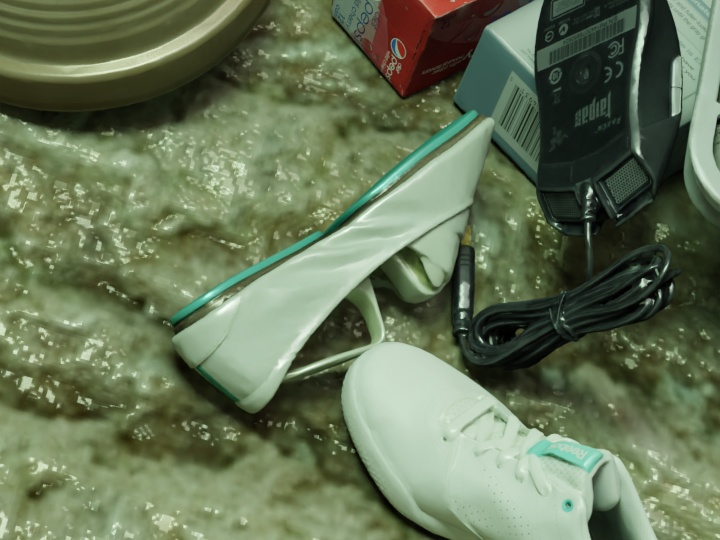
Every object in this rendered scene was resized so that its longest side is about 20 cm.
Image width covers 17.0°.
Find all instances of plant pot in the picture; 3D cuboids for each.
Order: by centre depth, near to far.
[{"bbox_3d":[-0.135,-0.182,1.137,0.200,0.093,0.202,0,60,0],"label":"plant pot"}]

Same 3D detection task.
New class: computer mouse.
[{"bbox_3d":[0.099,-0.045,1.119,0.046,0.140,0.201,22,55,-36],"label":"computer mouse"}]

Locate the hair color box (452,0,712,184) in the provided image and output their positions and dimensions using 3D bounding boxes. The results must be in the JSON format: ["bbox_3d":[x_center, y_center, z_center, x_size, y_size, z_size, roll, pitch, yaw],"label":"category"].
[{"bbox_3d":[0.155,-0.110,1.231,0.200,0.061,0.099,-30,68,-33],"label":"hair color box"}]

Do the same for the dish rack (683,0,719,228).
[{"bbox_3d":[0.227,-0.070,1.128,0.171,0.044,0.201,25,54,-13],"label":"dish rack"}]

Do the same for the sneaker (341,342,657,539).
[{"bbox_3d":[0.075,0.092,1.031,0.075,0.089,0.200,-32,68,-33],"label":"sneaker"}]

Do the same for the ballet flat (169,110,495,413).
[{"bbox_3d":[0.000,0.000,1.101,0.069,0.070,0.200,44,57,16],"label":"ballet flat"}]

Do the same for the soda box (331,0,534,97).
[{"bbox_3d":[0.083,-0.164,1.246,0.200,0.063,0.070,-27,66,-32],"label":"soda box"}]
